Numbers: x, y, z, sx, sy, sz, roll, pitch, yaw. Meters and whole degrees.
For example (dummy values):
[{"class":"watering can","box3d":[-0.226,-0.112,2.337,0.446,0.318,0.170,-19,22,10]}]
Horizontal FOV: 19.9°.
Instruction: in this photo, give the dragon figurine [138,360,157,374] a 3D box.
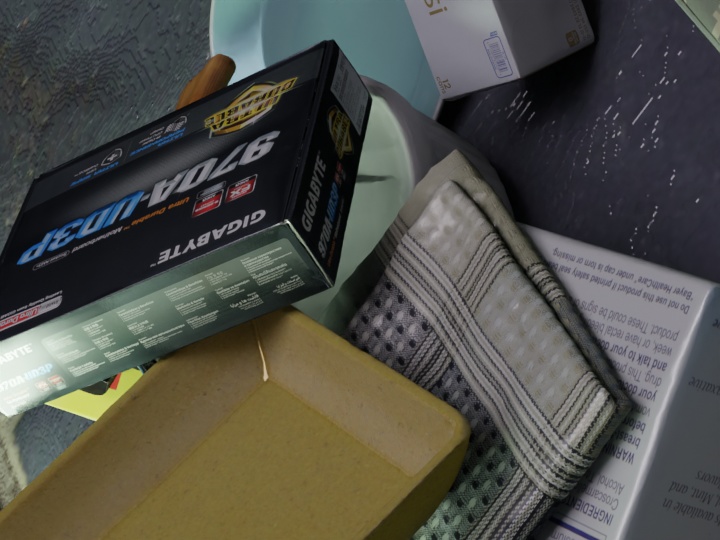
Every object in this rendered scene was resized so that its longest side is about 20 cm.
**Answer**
[{"class":"dragon figurine","box3d":[-0.078,0.103,1.070,0.099,0.059,0.200,-13,97,59]}]

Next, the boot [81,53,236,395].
[{"class":"boot","box3d":[-0.110,-0.034,1.197,0.188,0.068,0.200,120,175,-71]}]

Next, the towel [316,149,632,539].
[{"class":"towel","box3d":[0.023,0.068,0.941,0.193,0.035,0.200,-56,37,21]}]

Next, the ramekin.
[{"class":"ramekin","box3d":[0.000,0.000,1.120,0.202,0.094,0.203,-21,63,47]}]

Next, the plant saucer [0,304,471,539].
[{"class":"plant saucer","box3d":[-0.063,0.116,0.920,0.200,0.048,0.200,-44,36,-12]}]

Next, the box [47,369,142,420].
[{"class":"box","box3d":[-0.125,0.079,1.272,0.200,0.075,0.050,10,82,55]}]

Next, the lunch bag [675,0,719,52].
[{"class":"lunch bag","box3d":[0.233,-0.135,0.798,0.168,0.200,0.139,-56,39,21]}]

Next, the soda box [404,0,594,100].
[{"class":"soda box","box3d":[0.050,-0.197,1.086,0.064,0.068,0.200,-10,104,50]}]

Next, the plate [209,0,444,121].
[{"class":"plate","box3d":[-0.014,-0.139,1.226,0.200,0.026,0.200,6,99,43]}]

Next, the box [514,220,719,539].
[{"class":"box","box3d":[0.103,0.093,0.942,0.184,0.105,0.200,21,91,56]}]

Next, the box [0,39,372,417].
[{"class":"box","box3d":[-0.095,-0.022,1.036,0.200,0.046,0.159,-22,32,24]}]
